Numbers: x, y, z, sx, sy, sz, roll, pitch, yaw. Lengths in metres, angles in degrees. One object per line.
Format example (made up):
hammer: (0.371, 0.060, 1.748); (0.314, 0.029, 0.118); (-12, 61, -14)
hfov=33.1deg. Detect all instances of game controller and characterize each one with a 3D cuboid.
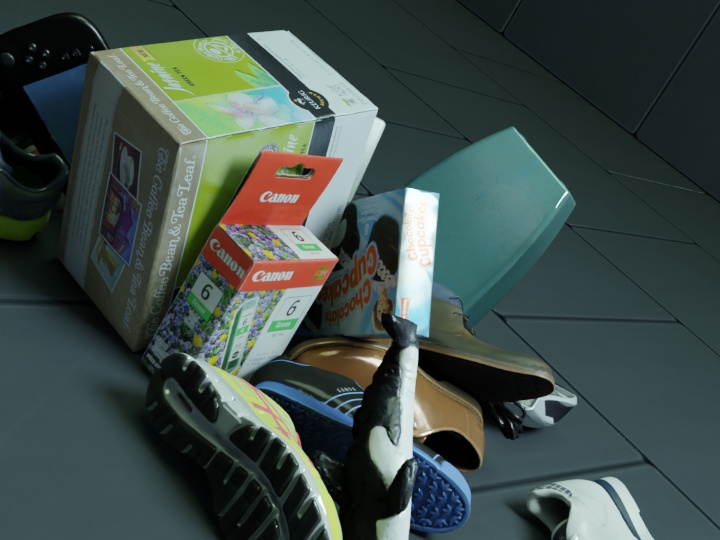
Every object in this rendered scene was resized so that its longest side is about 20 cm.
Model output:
game controller: (-0.233, -0.125, 1.037); (0.042, 0.103, 0.201); (-76, 149, -48)

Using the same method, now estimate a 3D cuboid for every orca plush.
orca plush: (0.000, 0.130, 0.852); (0.070, 0.202, 0.105); (7, -4, -5)

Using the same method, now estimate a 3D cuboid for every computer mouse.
computer mouse: (0.149, 0.129, 1.175); (0.109, 0.044, 0.199); (28, 9, 33)

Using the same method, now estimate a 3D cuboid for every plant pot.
plant pot: (0.112, -0.040, 1.221); (0.142, 0.200, 0.141); (51, 8, 12)

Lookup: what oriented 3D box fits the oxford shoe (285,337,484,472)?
oxford shoe: (0.026, 0.115, 1.026); (0.199, 0.072, 0.072); (24, 29, -20)

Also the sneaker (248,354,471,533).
sneaker: (0.003, 0.129, 0.956); (0.199, 0.070, 0.078); (30, 27, 0)

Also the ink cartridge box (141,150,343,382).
ink cartridge box: (-0.077, 0.005, 0.937); (0.050, 0.201, 0.109); (43, 24, 26)

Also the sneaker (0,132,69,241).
sneaker: (-0.317, -0.080, 0.942); (0.199, 0.081, 0.074); (6, 53, -46)

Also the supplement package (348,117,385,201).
supplement package: (-0.094, -0.155, 1.344); (0.199, 0.118, 0.117); (25, -1, -16)

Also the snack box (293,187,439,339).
snack box: (0.000, 0.000, 1.039); (0.037, 0.117, 0.200); (8, -7, -27)

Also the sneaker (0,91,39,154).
sneaker: (-0.310, -0.127, 1.083); (0.075, 0.079, 0.200); (31, 21, -3)

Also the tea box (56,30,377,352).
tea box: (-0.121, -0.070, 0.985); (0.196, 0.201, 0.134); (-16, 48, -41)

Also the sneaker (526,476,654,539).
sneaker: (0.206, 0.248, 0.991); (0.080, 0.077, 0.200); (7, 25, -25)

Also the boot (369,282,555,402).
boot: (0.087, 0.054, 1.088); (0.198, 0.097, 0.075); (9, -32, 24)

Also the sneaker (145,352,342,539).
sneaker: (-0.065, 0.134, 0.850); (0.090, 0.078, 0.200); (19, 26, -54)
